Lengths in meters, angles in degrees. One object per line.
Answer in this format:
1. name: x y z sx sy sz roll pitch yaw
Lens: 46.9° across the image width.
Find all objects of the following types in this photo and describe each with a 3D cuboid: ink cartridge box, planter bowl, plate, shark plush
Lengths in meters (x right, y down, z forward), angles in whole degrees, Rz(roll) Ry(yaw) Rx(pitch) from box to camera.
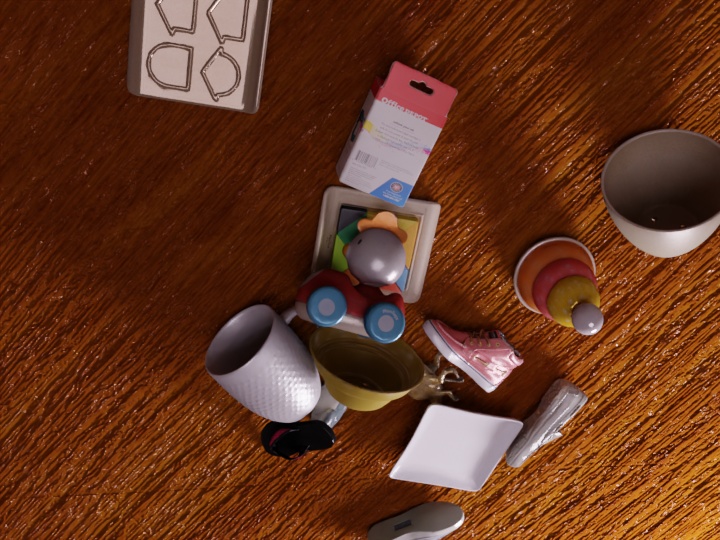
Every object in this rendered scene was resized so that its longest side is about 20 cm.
1. ink cartridge box: 0.054 -0.215 1.276 0.115 0.067 0.201 20 112 -16
2. planter bowl: 0.001 0.174 1.387 0.198 0.201 0.084 12 117 -11
3. plate: 0.175 0.327 1.553 0.197 0.032 0.201 14 123 -18
4. shark plush: -0.025 0.210 1.495 0.201 0.091 0.083 -52 135 2

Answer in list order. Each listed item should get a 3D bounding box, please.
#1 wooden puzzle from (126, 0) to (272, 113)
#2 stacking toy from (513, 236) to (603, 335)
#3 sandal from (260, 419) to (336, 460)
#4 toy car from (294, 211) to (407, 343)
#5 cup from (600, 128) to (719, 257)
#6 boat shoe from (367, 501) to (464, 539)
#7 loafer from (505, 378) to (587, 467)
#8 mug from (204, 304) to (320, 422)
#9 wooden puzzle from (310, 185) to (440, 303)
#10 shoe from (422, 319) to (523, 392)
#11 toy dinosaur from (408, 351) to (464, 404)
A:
1. wooden puzzle: -0.234 -0.336 1.204 0.197 0.046 0.187 9 114 -5
2. stacking toy: 0.341 0.046 1.358 0.144 0.201 0.148 -2 116 -4
3. sandal: -0.123 0.303 1.469 0.199 0.045 0.075 -21 111 48
4. toy car: 0.000 0.000 1.311 0.175 0.184 0.202 16 85 -7
5. cup: 0.490 -0.102 1.325 0.198 0.202 0.144 -21 142 5
6. boat shoe: 0.114 0.518 1.644 0.199 0.070 0.072 -19 128 7
7. loafer: 0.346 0.295 1.553 0.069 0.070 0.201 32 108 -10
8. mug: -0.135 0.150 1.404 0.200 0.147 0.176 -50 123 -15
9. wooden puzzle: 0.023 -0.037 1.376 0.197 0.037 0.187 7 115 -9
10. shoe: 0.200 0.128 1.460 0.091 0.072 0.200 -42 118 13
11. toy dinosaur: 0.124 0.189 1.485 0.100 0.058 0.201 -27 115 9
